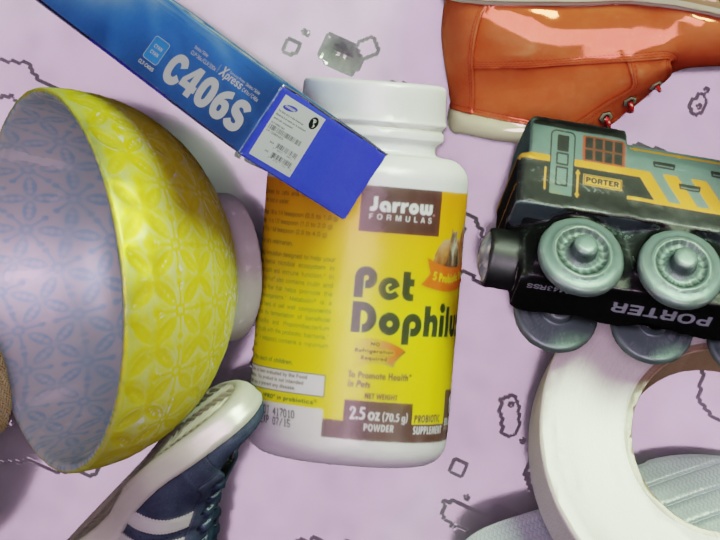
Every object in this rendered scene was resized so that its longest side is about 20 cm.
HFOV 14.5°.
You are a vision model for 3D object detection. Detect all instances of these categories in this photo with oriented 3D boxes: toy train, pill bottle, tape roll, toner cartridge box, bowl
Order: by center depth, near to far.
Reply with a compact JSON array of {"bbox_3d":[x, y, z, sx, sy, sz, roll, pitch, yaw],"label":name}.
[{"bbox_3d":[-0.082,-0.103,1.466,0.200,0.095,0.043,37,93,40],"label":"toner cartridge box"},{"bbox_3d":[0.160,-0.014,1.485,0.198,0.085,0.115,8,58,-5],"label":"toy train"},{"bbox_3d":[-0.116,0.001,1.496,0.107,0.200,0.202,-5,92,-27],"label":"bowl"},{"bbox_3d":[0.189,0.095,1.507,0.201,0.037,0.204,2,70,-7],"label":"tape roll"},{"bbox_3d":[0.000,0.000,1.512,0.108,0.109,0.202,4,92,2],"label":"pill bottle"}]

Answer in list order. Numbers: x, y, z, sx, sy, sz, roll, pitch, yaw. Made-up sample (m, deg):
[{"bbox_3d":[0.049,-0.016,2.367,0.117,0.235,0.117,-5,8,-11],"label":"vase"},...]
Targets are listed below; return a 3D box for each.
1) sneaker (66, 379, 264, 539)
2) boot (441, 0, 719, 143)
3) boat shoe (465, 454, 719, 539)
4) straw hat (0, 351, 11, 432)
[{"bbox_3d":[-0.096,0.141,1.517,0.084,0.075,0.200,41,124,-3],"label":"sneaker"},{"bbox_3d":[0.140,-0.113,1.530,0.198,0.075,0.108,4,104,2],"label":"boot"},{"bbox_3d":[0.139,0.152,1.537,0.199,0.062,0.072,-12,59,-12],"label":"boat shoe"},{"bbox_3d":[-0.238,0.061,1.528,0.085,0.201,0.202,-21,91,-38],"label":"straw hat"}]
